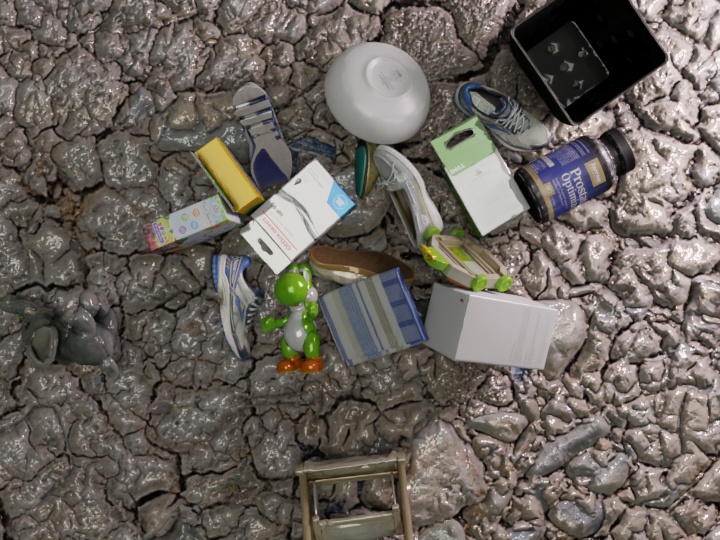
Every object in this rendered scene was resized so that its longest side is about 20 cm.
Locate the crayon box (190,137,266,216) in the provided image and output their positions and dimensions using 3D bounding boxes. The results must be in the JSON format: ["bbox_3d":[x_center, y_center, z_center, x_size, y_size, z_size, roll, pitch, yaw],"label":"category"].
[{"bbox_3d":[-0.227,-0.162,1.482,0.052,0.200,0.126,-36,92,0],"label":"crayon box"}]

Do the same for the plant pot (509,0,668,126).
[{"bbox_3d":[0.383,-0.381,1.495,0.200,0.177,0.200,-35,92,1],"label":"plant pot"}]

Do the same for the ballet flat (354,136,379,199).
[{"bbox_3d":[0.020,-0.233,1.554,0.070,0.071,0.201,-4,92,-1],"label":"ballet flat"}]

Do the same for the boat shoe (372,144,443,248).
[{"bbox_3d":[0.078,-0.135,1.526,0.065,0.074,0.202,-41,116,-21],"label":"boat shoe"}]

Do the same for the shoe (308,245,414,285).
[{"bbox_3d":[0.000,0.000,1.567,0.199,0.070,0.053,12,132,-4],"label":"shoe"}]

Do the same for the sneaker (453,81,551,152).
[{"bbox_3d":[0.262,-0.280,1.542,0.200,0.085,0.077,28,91,-2],"label":"sneaker"}]

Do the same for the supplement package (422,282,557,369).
[{"bbox_3d":[0.228,0.099,1.498,0.199,0.117,0.117,10,97,-29],"label":"supplement package"}]

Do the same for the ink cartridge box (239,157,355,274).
[{"bbox_3d":[-0.119,-0.096,1.552,0.200,0.068,0.116,-42,91,1],"label":"ink cartridge box"}]

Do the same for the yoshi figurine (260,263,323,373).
[{"bbox_3d":[-0.120,0.086,1.525,0.112,0.112,0.201,-2,88,-17],"label":"yoshi figurine"}]

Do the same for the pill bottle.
[{"bbox_3d":[0.390,-0.177,1.534,0.200,0.112,0.112,-27,92,1],"label":"pill bottle"}]

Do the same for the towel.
[{"bbox_3d":[0.021,0.087,1.527,0.200,0.024,0.147,-22,93,38],"label":"towel"}]

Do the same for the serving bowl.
[{"bbox_3d":[0.040,-0.329,1.506,0.199,0.066,0.201,7,68,-17],"label":"serving bowl"}]

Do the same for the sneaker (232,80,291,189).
[{"bbox_3d":[-0.177,-0.261,1.543,0.080,0.115,0.200,-13,121,1],"label":"sneaker"}]

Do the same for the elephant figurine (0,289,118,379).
[{"bbox_3d":[-0.553,0.119,1.538,0.199,0.155,0.142,-15,135,10],"label":"elephant figurine"}]

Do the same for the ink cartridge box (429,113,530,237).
[{"bbox_3d":[0.216,-0.173,1.558,0.104,0.059,0.200,-30,92,0],"label":"ink cartridge box"}]

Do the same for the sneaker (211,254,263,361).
[{"bbox_3d":[-0.217,0.065,1.546,0.085,0.077,0.201,-11,92,-4],"label":"sneaker"}]

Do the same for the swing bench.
[{"bbox_3d":[-0.008,0.434,1.543,0.198,0.130,0.201,-6,86,0],"label":"swing bench"}]

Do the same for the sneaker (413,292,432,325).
[{"bbox_3d":[0.110,0.062,1.563,0.200,0.071,0.099,28,87,-5],"label":"sneaker"}]

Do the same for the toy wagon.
[{"bbox_3d":[0.173,-0.019,1.496,0.155,0.200,0.040,49,123,36],"label":"toy wagon"}]

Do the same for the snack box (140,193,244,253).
[{"bbox_3d":[-0.289,-0.080,1.484,0.142,0.200,0.053,-24,91,0],"label":"snack box"}]
